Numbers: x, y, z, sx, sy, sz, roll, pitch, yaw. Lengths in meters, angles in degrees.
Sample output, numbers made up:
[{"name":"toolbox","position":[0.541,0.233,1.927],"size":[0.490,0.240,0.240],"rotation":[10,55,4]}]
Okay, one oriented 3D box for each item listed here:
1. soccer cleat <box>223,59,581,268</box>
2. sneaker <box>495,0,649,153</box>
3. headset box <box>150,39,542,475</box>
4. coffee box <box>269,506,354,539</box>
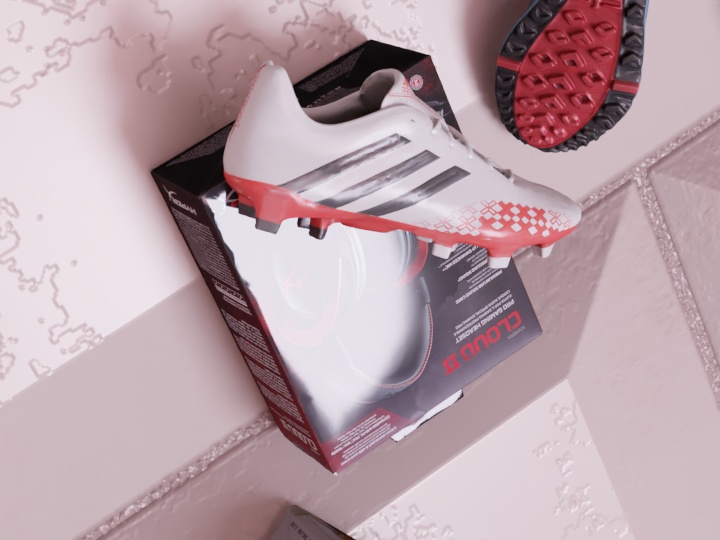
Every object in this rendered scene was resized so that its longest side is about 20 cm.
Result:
[{"name":"soccer cleat","position":[0.028,-0.054,0.836],"size":[0.199,0.069,0.086],"rotation":[7,104,-24]},{"name":"sneaker","position":[0.136,-0.159,0.937],"size":[0.079,0.096,0.201],"rotation":[22,122,7]},{"name":"headset box","position":[0.000,0.000,0.917],"size":[0.148,0.075,0.201],"rotation":[-32,116,-17]},{"name":"coffee box","position":[0.034,0.229,0.970],"size":[0.200,0.113,0.080],"rotation":[35,87,-30]}]
